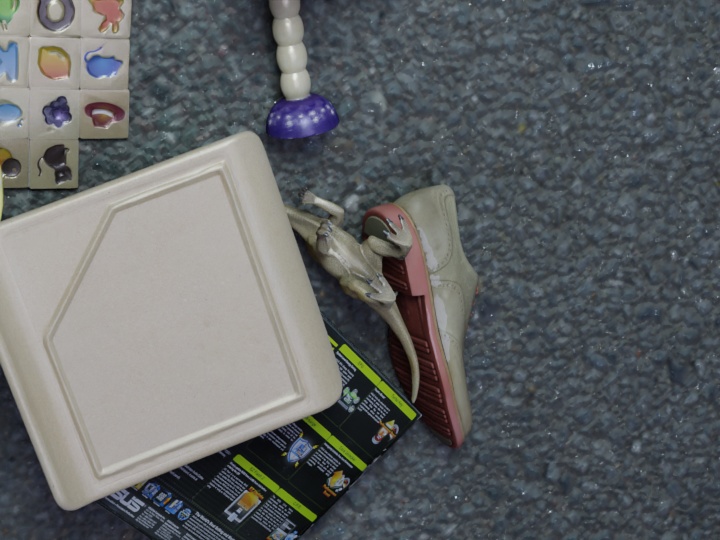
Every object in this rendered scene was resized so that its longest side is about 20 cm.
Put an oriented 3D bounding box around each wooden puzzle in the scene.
[{"bbox_3d":[-0.127,0.030,1.058,0.198,0.037,0.187,-22,106,-12],"label":"wooden puzzle"}]

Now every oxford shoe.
[{"bbox_3d":[0.062,0.035,1.218,0.074,0.070,0.202,-27,121,-26],"label":"oxford shoe"}]

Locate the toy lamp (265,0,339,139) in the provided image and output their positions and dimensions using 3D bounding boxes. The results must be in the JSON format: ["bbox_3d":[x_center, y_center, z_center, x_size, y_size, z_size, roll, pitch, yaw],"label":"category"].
[{"bbox_3d":[-0.053,-0.189,1.109,0.058,0.058,0.202,-14,110,-15],"label":"toy lamp"}]

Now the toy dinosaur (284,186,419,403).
[{"bbox_3d":[0.000,0.000,1.163,0.200,0.101,0.058,45,68,-11],"label":"toy dinosaur"}]

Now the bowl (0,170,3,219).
[{"bbox_3d":[-0.321,-0.061,1.026,0.199,0.094,0.203,-8,120,-14],"label":"bowl"}]

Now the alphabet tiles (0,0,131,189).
[{"bbox_3d":[-0.229,-0.150,1.086,0.165,0.006,0.202,-2,108,-19],"label":"alphabet tiles"}]

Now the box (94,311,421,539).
[{"bbox_3d":[-0.076,0.114,1.171,0.193,0.047,0.200,-47,138,-2],"label":"box"}]
